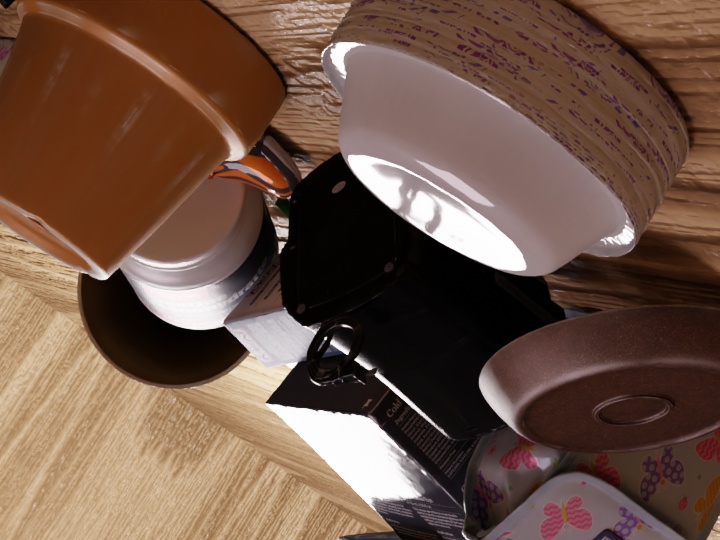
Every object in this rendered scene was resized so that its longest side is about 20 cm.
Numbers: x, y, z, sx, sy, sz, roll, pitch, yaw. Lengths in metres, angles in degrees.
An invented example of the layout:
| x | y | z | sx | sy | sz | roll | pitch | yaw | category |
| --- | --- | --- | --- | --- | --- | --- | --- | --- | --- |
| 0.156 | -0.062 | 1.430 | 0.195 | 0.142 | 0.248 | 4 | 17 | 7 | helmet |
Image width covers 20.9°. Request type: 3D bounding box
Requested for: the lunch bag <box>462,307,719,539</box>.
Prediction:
| x | y | z | sx | sy | sz | roll | pitch | yaw | category |
| --- | --- | --- | --- | --- | --- | --- | --- | --- | --- |
| 0.184 | 0.158 | 1.465 | 0.169 | 0.201 | 0.127 | 39 | 167 | -30 | lunch bag |

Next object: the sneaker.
| x | y | z | sx | sy | sz | roll | pitch | yaw | category |
| --- | --- | --- | --- | --- | --- | --- | --- | --- | --- |
| -0.151 | -0.089 | 1.537 | 0.199 | 0.112 | 0.078 | 32 | 169 | 2 | sneaker |

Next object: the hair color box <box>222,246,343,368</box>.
| x | y | z | sx | sy | sz | roll | pitch | yaw | category |
| --- | --- | --- | --- | --- | --- | --- | --- | --- | --- |
| -0.027 | 0.018 | 1.601 | 0.061 | 0.100 | 0.200 | 46 | 156 | -15 | hair color box |

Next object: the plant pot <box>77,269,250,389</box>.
| x | y | z | sx | sy | sz | roll | pitch | yaw | category |
| --- | --- | --- | --- | --- | --- | --- | --- | --- | --- |
| -0.175 | 0.014 | 1.939 | 0.186 | 0.187 | 0.200 | 32 | -178 | -1 | plant pot |

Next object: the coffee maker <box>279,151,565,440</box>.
| x | y | z | sx | sy | sz | roll | pitch | yaw | category |
| --- | --- | --- | --- | --- | --- | --- | --- | --- | --- |
| 0.042 | 0.036 | 1.360 | 0.134 | 0.193 | 0.200 | -4 | 148 | 43 | coffee maker |

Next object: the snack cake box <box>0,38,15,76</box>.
| x | y | z | sx | sy | sz | roll | pitch | yaw | category |
| --- | --- | --- | --- | --- | --- | --- | --- | --- | --- |
| -0.277 | -0.146 | 1.750 | 0.115 | 0.067 | 0.200 | 38 | 167 | -32 | snack cake box |

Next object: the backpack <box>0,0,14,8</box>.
| x | y | z | sx | sy | sz | roll | pitch | yaw | category |
| --- | --- | --- | --- | --- | --- | --- | --- | --- | --- |
| -0.334 | -0.217 | 1.339 | 0.150 | 0.178 | 0.200 | 40 | 177 | -26 | backpack |

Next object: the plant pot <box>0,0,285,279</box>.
| x | y | z | sx | sy | sz | roll | pitch | yaw | category |
| --- | --- | --- | --- | --- | --- | --- | --- | --- | --- |
| -0.185 | -0.103 | 1.390 | 0.200 | 0.184 | 0.200 | 31 | 169 | 7 | plant pot |

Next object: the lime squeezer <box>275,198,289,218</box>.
| x | y | z | sx | sy | sz | roll | pitch | yaw | category |
| --- | --- | --- | --- | --- | --- | --- | --- | --- | --- |
| 0.000 | 0.000 | 1.739 | 0.200 | 0.038 | 0.071 | 35 | 137 | -9 | lime squeezer |

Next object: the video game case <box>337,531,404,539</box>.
| x | y | z | sx | sy | sz | roll | pitch | yaw | category |
| --- | --- | --- | --- | --- | --- | --- | --- | --- | --- |
| 0.100 | 0.241 | 1.684 | 0.199 | 0.024 | 0.182 | -2 | 179 | -18 | video game case |

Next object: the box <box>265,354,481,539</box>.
| x | y | z | sx | sy | sz | roll | pitch | yaw | category |
| --- | --- | --- | --- | --- | --- | --- | --- | --- | --- |
| 0.051 | 0.133 | 1.580 | 0.182 | 0.104 | 0.200 | 45 | 161 | -19 | box |

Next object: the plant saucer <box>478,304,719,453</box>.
| x | y | z | sx | sy | sz | roll | pitch | yaw | category |
| --- | --- | --- | --- | --- | --- | --- | --- | --- | --- |
| 0.178 | 0.079 | 1.284 | 0.199 | 0.035 | 0.201 | -4 | 153 | -2 | plant saucer |

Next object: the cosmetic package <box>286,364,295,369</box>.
| x | y | z | sx | sy | sz | roll | pitch | yaw | category |
| --- | --- | --- | --- | --- | --- | --- | --- | --- | --- |
| 0.009 | 0.069 | 1.795 | 0.199 | 0.108 | 0.085 | 32 | 169 | 10 | cosmetic package |

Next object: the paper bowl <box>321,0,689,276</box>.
| x | y | z | sx | sy | sz | roll | pitch | yaw | category |
| --- | --- | --- | --- | --- | --- | --- | --- | --- | --- |
| 0.068 | -0.073 | 1.055 | 0.200 | 0.105 | 0.201 | 31 | 170 | 6 | paper bowl |

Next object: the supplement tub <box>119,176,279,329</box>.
| x | y | z | sx | sy | sz | roll | pitch | yaw | category |
| --- | --- | --- | --- | --- | --- | --- | --- | --- | --- |
| -0.147 | -0.038 | 1.675 | 0.140 | 0.141 | 0.200 | 30 | 169 | 11 | supplement tub |
